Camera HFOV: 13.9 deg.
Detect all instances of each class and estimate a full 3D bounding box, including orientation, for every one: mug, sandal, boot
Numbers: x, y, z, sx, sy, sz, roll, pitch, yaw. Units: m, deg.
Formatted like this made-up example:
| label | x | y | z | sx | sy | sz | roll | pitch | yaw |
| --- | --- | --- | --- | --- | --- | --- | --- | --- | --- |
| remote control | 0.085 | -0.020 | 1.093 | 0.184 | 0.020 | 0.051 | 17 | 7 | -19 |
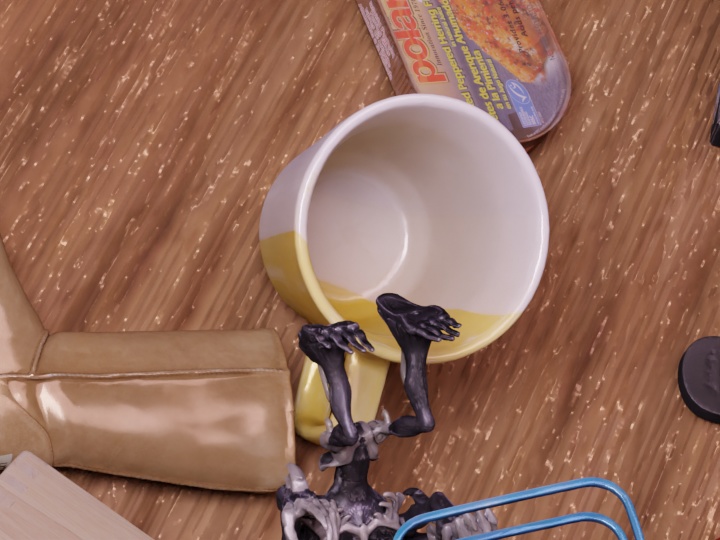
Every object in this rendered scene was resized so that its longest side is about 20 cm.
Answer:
| label | x | y | z | sx | sy | sz | roll | pitch | yaw |
| --- | --- | --- | --- | --- | --- | --- | --- | --- | --- |
| mug | -0.002 | -0.010 | 1.699 | 0.187 | 0.153 | 0.150 | -43 | 102 | -15 |
| sandal | 0.295 | 0.074 | 1.830 | 0.199 | 0.045 | 0.075 | 7 | 59 | -16 |
| boot | -0.143 | 0.042 | 1.679 | 0.199 | 0.066 | 0.176 | 2 | 73 | -19 |

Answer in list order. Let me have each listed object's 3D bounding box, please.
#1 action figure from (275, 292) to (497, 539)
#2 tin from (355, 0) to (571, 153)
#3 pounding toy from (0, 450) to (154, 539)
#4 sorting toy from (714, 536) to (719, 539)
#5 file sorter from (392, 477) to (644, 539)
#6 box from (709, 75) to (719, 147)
| label | x | y | z | sx | sy | sz | roll | pitch | yaw |
| --- | --- | --- | --- | --- | --- | --- | --- | --- | --- |
| action figure | 0.005 | 0.120 | 1.603 | 0.118 | 0.201 | 0.102 | -7 | 25 | -18 |
| tin | 0.059 | -0.158 | 1.882 | 0.112 | 0.042 | 0.201 | -8 | 65 | -29 |
| pounding toy | -0.165 | 0.241 | 1.492 | 0.184 | 0.200 | 0.142 | 35 | 27 | 2 |
| sorting toy | 0.279 | 0.211 | 1.681 | 0.200 | 0.069 | 0.199 | 4 | 58 | -59 |
| file sorter | 0.088 | 0.209 | 1.564 | 0.138 | 0.200 | 0.123 | -12 | 63 | -6 |
| box | 0.337 | -0.144 | 1.920 | 0.199 | 0.044 | 0.161 | 11 | 75 | 2 |
